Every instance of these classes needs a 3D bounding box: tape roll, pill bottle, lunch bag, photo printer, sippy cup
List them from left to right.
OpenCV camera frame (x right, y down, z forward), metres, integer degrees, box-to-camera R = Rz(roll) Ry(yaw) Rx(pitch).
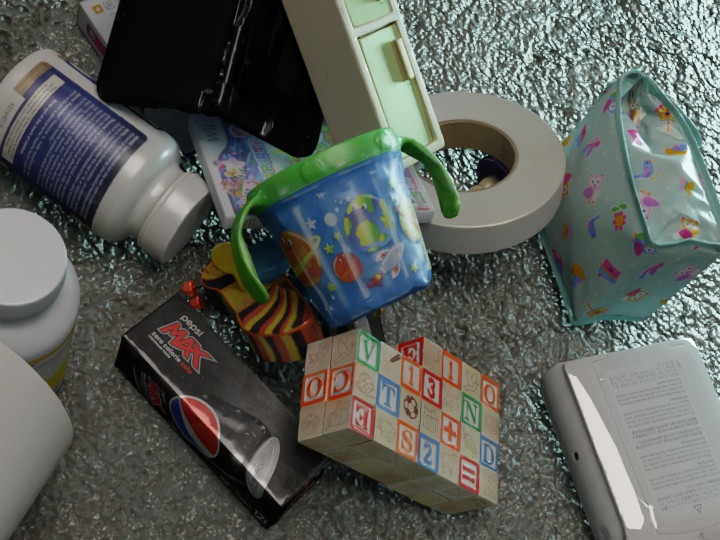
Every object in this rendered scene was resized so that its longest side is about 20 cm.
[{"bbox_3d":[-0.332,0.129,0.961,0.201,0.203,0.140,30,56,0],"label":"tape roll"},{"bbox_3d":[-0.279,0.036,1.028,0.111,0.200,0.113,8,59,-14],"label":"pill bottle"},{"bbox_3d":[-0.232,-0.097,1.170,0.199,0.111,0.111,36,57,4],"label":"pill bottle"},{"bbox_3d":[-0.007,-0.029,1.068,0.176,0.140,0.132,-25,89,13],"label":"sippy cup"},{"bbox_3d":[0.099,-0.099,1.266,0.200,0.037,0.204,-1,46,1],"label":"tape roll"},{"bbox_3d":[0.256,-0.071,1.283,0.120,0.171,0.202,0,60,-24],"label":"lunch bag"},{"bbox_3d":[0.272,0.172,1.214,0.164,0.070,0.202,-9,66,-23],"label":"photo printer"}]

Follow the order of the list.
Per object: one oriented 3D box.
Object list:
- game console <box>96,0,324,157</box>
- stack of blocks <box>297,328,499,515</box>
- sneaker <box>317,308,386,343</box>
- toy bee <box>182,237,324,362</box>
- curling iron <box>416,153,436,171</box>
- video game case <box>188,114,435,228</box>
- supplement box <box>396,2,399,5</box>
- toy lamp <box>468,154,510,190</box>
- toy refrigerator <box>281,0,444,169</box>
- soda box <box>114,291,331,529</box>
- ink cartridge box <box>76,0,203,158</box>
[{"bbox_3d":[-0.115,-0.218,1.177,0.175,0.116,0.203,25,72,-40],"label":"game console"},{"bbox_3d":[0.038,0.120,1.113,0.199,0.058,0.116,32,51,-40],"label":"stack of blocks"},{"bbox_3d":[0.000,0.000,1.201,0.084,0.074,0.202,-16,82,-24],"label":"sneaker"},{"bbox_3d":[-0.100,0.023,1.166,0.108,0.200,0.132,-24,107,0],"label":"toy bee"},{"bbox_3d":[0.005,-0.077,1.288,0.199,0.026,0.050,-33,79,-30],"label":"curling iron"},{"bbox_3d":[-0.046,-0.093,1.190,0.197,0.018,0.144,-3,44,-22],"label":"video game case"},{"bbox_3d":[-0.077,-0.228,1.251,0.198,0.103,0.102,18,74,-11],"label":"supplement box"},{"bbox_3d":[0.098,-0.064,1.294,0.199,0.058,0.058,-33,76,-31],"label":"toy lamp"},{"bbox_3d":[0.001,-0.187,1.150,0.076,0.069,0.202,-31,105,-43],"label":"toy refrigerator"},{"bbox_3d":[-0.119,0.119,1.118,0.200,0.063,0.071,45,58,9],"label":"soda box"},{"bbox_3d":[-0.188,-0.196,1.284,0.094,0.037,0.201,-27,71,-30],"label":"ink cartridge box"}]
